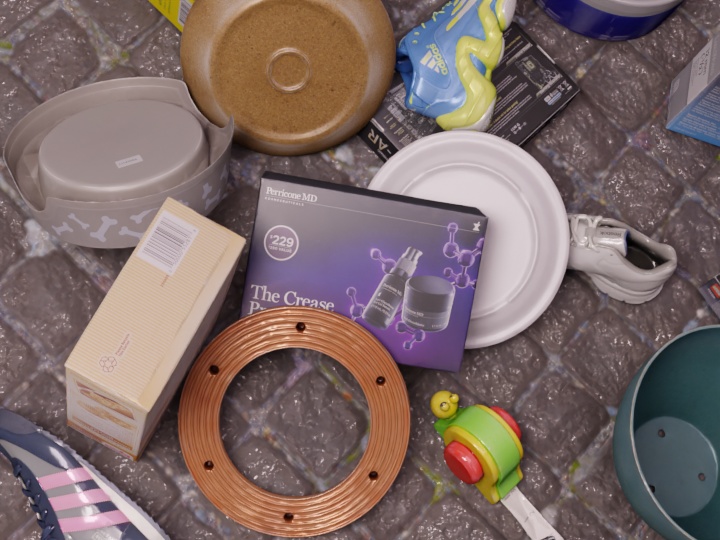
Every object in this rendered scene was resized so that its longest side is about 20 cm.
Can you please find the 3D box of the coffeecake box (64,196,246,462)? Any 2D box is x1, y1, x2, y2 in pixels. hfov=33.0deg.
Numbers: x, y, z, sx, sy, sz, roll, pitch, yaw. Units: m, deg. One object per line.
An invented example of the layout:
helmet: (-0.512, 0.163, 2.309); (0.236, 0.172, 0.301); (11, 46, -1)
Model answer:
coffeecake box: (-0.169, 0.055, 0.980); (0.073, 0.200, 0.154); (28, 67, -2)

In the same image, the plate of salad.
plate of salad: (0.094, -0.028, 1.126); (0.198, 0.048, 0.203); (1, 97, 8)

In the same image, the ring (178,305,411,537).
ring: (-0.056, 0.129, 1.037); (0.198, 0.019, 0.203); (0, 99, -1)

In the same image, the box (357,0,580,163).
box: (0.096, -0.172, 1.206); (0.160, 0.044, 0.200); (46, 68, 5)

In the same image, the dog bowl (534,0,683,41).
dog bowl: (0.266, -0.349, 1.289); (0.198, 0.079, 0.202); (4, 71, -12)

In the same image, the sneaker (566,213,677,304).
sneaker: (0.210, -0.030, 1.160); (0.198, 0.087, 0.075); (14, 71, -7)

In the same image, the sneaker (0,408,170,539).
sneaker: (-0.241, 0.198, 0.984); (0.200, 0.070, 0.082); (40, 64, 4)

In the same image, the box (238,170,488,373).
box: (0.000, 0.000, 1.066); (0.198, 0.079, 0.143); (9, 96, -3)

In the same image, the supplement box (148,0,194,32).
supplement box: (-0.169, -0.322, 1.161); (0.200, 0.110, 0.109); (43, 67, 5)

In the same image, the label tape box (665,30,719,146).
label tape box: (0.411, -0.187, 1.199); (0.142, 0.200, 0.067); (17, 66, -7)

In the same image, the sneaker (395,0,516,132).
sneaker: (0.088, -0.230, 1.159); (0.104, 0.076, 0.202); (12, 69, -8)

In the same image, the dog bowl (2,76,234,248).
dog bowl: (-0.204, -0.093, 1.054); (0.198, 0.059, 0.201); (-3, 39, 2)

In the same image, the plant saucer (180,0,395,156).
plant saucer: (-0.065, -0.186, 1.101); (0.198, 0.202, 0.036); (9, 31, -10)

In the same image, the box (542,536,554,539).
box: (0.133, 0.331, 0.978); (0.078, 0.141, 0.202); (-14, 75, -16)

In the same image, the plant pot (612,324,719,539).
plant pot: (0.307, 0.164, 1.088); (0.198, 0.135, 0.202); (4, 71, -11)

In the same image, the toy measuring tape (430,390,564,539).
toy measuring tape: (0.134, 0.184, 1.076); (0.073, 0.074, 0.200); (-38, 83, -22)

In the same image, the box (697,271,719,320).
box: (0.448, 0.062, 1.208); (0.136, 0.040, 0.201); (-29, 80, -22)
